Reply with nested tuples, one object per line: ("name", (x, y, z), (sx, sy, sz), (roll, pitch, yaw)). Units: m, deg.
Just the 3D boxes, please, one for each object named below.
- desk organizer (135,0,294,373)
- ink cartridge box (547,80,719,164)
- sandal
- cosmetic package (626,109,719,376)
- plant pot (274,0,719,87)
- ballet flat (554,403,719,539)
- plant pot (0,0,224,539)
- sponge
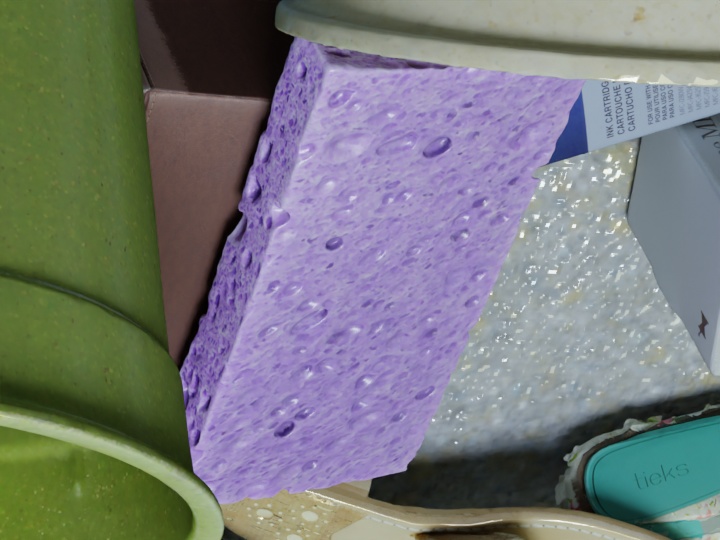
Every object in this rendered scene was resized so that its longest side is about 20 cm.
("desk organizer", (-0.078, -0.003, 0.837), (0.076, 0.072, 0.201), (3, 128, -26))
("ink cartridge box", (0.111, -0.109, 0.833), (0.198, 0.042, 0.120), (-15, 130, -3))
("sandal", (0.038, 0.136, 0.943), (0.210, 0.070, 0.078), (15, 142, -5))
("cosmetic package", (0.217, -0.025, 0.890), (0.198, 0.102, 0.072), (-6, 129, -14))
("plant pot", (0.077, -0.159, 0.678), (0.199, 0.200, 0.185), (0, 102, -17))
("ballet flat", (0.179, 0.088, 1.002), (0.198, 0.076, 0.064), (-5, 160, -8))
("plant pot", (-0.137, -0.016, 0.696), (0.198, 0.191, 0.200), (1, 156, 0))
("sponge", (0.000, 0.000, 0.814), (0.111, 0.030, 0.201), (-7, 134, -35))
